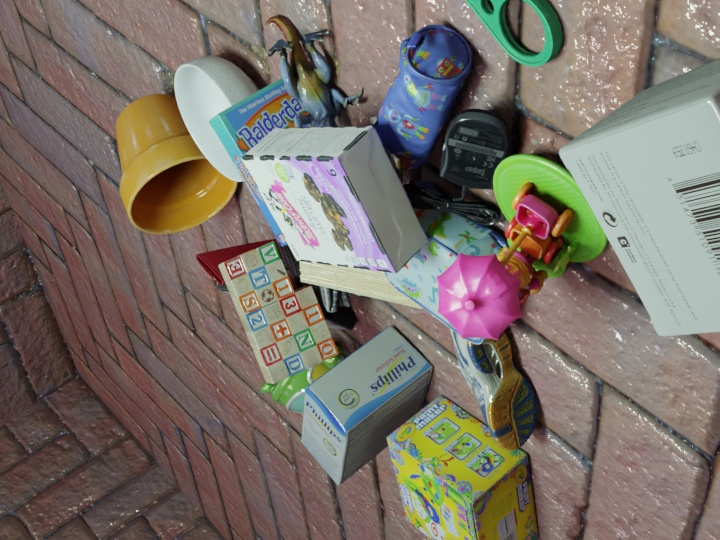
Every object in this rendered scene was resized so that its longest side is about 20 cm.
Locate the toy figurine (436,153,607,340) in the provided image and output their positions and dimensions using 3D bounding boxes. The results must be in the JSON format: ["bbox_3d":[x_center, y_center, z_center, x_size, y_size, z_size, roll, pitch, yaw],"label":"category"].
[{"bbox_3d":[0.154,0.003,1.180,0.150,0.184,0.201,36,154,17],"label":"toy figurine"}]

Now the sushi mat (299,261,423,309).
[{"bbox_3d":[0.000,0.000,1.562,0.198,0.012,0.096,13,134,16],"label":"sushi mat"}]

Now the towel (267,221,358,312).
[{"bbox_3d":[-0.071,-0.048,1.665,0.165,0.085,0.201,34,147,41],"label":"towel"}]

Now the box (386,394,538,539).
[{"bbox_3d":[0.158,0.338,1.665,0.192,0.122,0.201,32,146,42],"label":"box"}]

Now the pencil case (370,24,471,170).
[{"bbox_3d":[0.065,-0.196,1.249,0.086,0.078,0.200,25,150,1],"label":"pencil case"}]

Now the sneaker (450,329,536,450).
[{"bbox_3d":[0.181,0.148,1.479,0.088,0.075,0.202,26,136,66],"label":"sneaker"}]

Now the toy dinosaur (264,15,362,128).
[{"bbox_3d":[-0.046,-0.235,1.456,0.201,0.104,0.182,-101,-10,-50],"label":"toy dinosaur"}]

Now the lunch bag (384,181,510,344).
[{"bbox_3d":[0.110,-0.008,1.389,0.200,0.082,0.162,36,147,37],"label":"lunch bag"}]

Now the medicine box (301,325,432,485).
[{"bbox_3d":[0.007,0.217,1.722,0.103,0.182,0.201,44,152,23],"label":"medicine box"}]

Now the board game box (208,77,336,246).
[{"bbox_3d":[-0.095,-0.159,1.498,0.201,0.152,0.045,59,154,-7],"label":"board game box"}]

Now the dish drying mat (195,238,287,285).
[{"bbox_3d":[-0.173,-0.016,1.766,0.077,0.199,0.018,44,127,26],"label":"dish drying mat"}]

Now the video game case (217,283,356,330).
[{"bbox_3d":[-0.129,0.056,1.842,0.180,0.026,0.199,26,168,-27],"label":"video game case"}]

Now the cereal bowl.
[{"bbox_3d":[-0.198,-0.243,1.664,0.200,0.083,0.201,42,152,29],"label":"cereal bowl"}]

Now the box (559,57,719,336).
[{"bbox_3d":[0.309,-0.066,0.906,0.200,0.130,0.200,60,155,-7],"label":"box"}]

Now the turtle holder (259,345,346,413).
[{"bbox_3d":[-0.082,0.175,1.918,0.131,0.141,0.186,30,117,-2],"label":"turtle holder"}]

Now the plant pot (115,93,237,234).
[{"bbox_3d":[-0.337,-0.197,1.867,0.184,0.199,0.201,61,159,26],"label":"plant pot"}]

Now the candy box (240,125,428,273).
[{"bbox_3d":[-0.034,-0.089,1.334,0.199,0.072,0.169,7,133,50],"label":"candy box"}]

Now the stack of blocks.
[{"bbox_3d":[-0.127,0.060,1.667,0.202,0.114,0.059,67,164,-2],"label":"stack of blocks"}]

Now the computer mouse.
[{"bbox_3d":[0.103,-0.134,1.251,0.139,0.046,0.201,12,149,9],"label":"computer mouse"}]

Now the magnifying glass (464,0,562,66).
[{"bbox_3d":[0.129,-0.279,1.111,0.200,0.022,0.080,40,151,28],"label":"magnifying glass"}]
